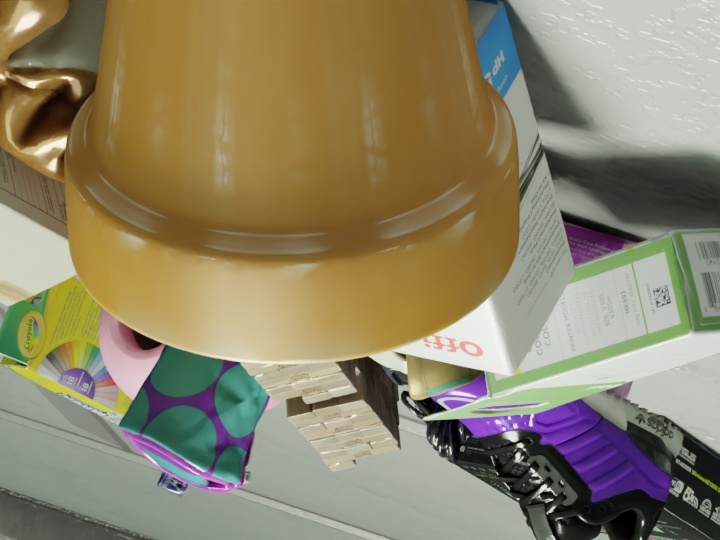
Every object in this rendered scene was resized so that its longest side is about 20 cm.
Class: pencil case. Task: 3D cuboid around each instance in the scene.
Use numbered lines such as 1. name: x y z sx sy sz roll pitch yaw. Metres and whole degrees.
1. pencil case: -0.076 0.051 1.772 0.092 0.200 0.085 32 161 -7

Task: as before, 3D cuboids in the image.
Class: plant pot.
1. plant pot: -0.030 -0.092 1.145 0.199 0.200 0.184 15 126 22

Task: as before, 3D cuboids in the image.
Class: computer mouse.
1. computer mouse: 0.020 0.020 1.701 0.200 0.053 0.139 57 -177 -4

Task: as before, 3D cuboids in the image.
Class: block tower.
1. block tower: -0.028 0.059 1.690 0.058 0.054 0.200 -12 150 13

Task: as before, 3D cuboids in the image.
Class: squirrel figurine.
1. squirrel figurine: -0.200 -0.144 1.350 0.186 0.142 0.200 35 158 -28

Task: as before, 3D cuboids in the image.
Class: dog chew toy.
1. dog chew toy: -0.109 0.056 2.021 0.124 0.125 0.200 12 172 29

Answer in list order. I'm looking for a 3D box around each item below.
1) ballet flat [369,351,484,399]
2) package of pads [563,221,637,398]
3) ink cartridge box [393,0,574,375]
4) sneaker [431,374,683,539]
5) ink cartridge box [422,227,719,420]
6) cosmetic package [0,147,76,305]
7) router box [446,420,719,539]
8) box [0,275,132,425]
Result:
1. ballet flat: 0.000 0.000 1.587 0.200 0.063 0.069 47 162 37
2. package of pads: 0.117 0.028 1.676 0.120 0.076 0.200 15 166 8
3. ink cartridge box: 0.014 -0.049 1.376 0.145 0.084 0.200 11 142 28
4. sneaker: 0.117 0.117 1.647 0.200 0.100 0.069 25 160 -33
5. ink cartridge box: 0.133 0.031 1.495 0.200 0.060 0.104 -22 167 42
6. cosmetic package: -0.231 -0.061 1.502 0.071 0.106 0.200 -25 154 16
7. router box: 0.189 0.158 2.093 0.199 0.062 0.150 7 160 43
8. box: -0.197 0.053 2.123 0.200 0.118 0.048 31 162 -35
